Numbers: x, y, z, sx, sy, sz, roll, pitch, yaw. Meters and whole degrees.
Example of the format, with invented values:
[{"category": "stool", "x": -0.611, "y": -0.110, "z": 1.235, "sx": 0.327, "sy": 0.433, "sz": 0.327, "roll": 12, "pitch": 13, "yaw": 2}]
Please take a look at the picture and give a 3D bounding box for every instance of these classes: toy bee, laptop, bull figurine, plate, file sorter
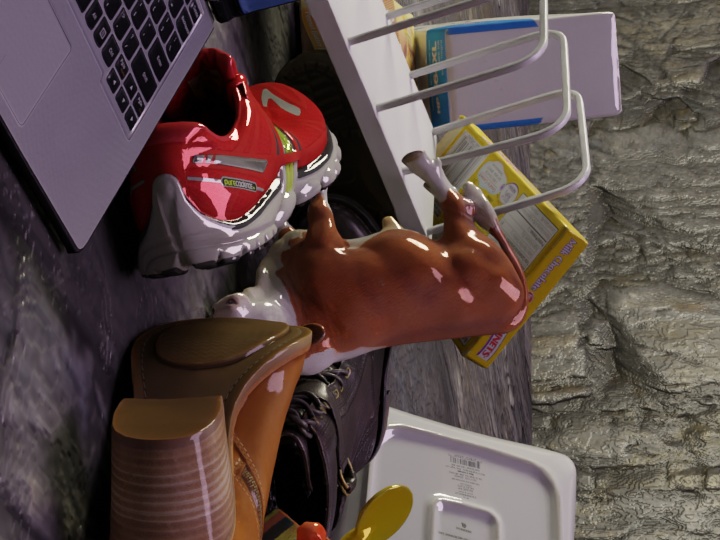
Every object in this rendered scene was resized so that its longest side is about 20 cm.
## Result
[{"category": "toy bee", "x": -0.014, "y": 0.151, "z": 0.752, "sx": 0.131, "sy": 0.199, "sz": 0.109, "roll": -50, "pitch": 123, "yaw": -33}, {"category": "laptop", "x": -0.044, "y": -0.124, "z": 0.565, "sx": 0.188, "sy": 0.115, "sz": 0.201, "roll": 71, "pitch": 39, "yaw": -55}, {"category": "bull figurine", "x": 0.000, "y": 0.000, "z": 0.877, "sx": 0.065, "sy": 0.199, "sz": 0.122, "roll": -43, "pitch": -125, "yaw": 55}, {"category": "plate", "x": 0.063, "y": 0.183, "z": 1.042, "sx": 0.032, "sy": 0.198, "sz": 0.201, "roll": 127, "pitch": -26, "yaw": -50}, {"category": "file sorter", "x": 0.057, "y": -0.143, "z": 0.970, "sx": 0.139, "sy": 0.124, "sz": 0.201, "roll": -83, "pitch": 154, "yaw": -55}]

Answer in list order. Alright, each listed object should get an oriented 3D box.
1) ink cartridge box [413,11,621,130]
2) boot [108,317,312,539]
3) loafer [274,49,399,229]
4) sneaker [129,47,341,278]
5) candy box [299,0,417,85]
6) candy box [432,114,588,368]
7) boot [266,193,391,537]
[{"category": "ink cartridge box", "x": 0.106, "y": -0.164, "z": 1.291, "sx": 0.200, "sy": 0.145, "sz": 0.085, "roll": -154, "pitch": -123, "yaw": -72}, {"category": "boot", "x": -0.067, "y": 0.110, "z": 0.687, "sx": 0.200, "sy": 0.073, "sz": 0.156, "roll": -53, "pitch": 144, "yaw": -69}, {"category": "loafer", "x": -0.005, "y": -0.055, "z": 1.026, "sx": 0.068, "sy": 0.076, "sz": 0.201, "roll": -64, "pitch": 150, "yaw": -57}, {"category": "sneaker", "x": -0.059, "y": -0.066, "z": 0.745, "sx": 0.200, "sy": 0.076, "sz": 0.085, "roll": -68, "pitch": 148, "yaw": -68}, {"category": "candy box", "x": 0.003, "y": -0.139, "z": 1.150, "sx": 0.200, "sy": 0.055, "sz": 0.116, "roll": -14, "pitch": 100, "yaw": -79}, {"category": "candy box", "x": 0.073, "y": -0.024, "z": 1.032, "sx": 0.102, "sy": 0.026, "sz": 0.200, "roll": -54, "pitch": -152, "yaw": 12}, {"category": "boot", "x": -0.021, "y": 0.066, "z": 0.929, "sx": 0.174, "sy": 0.069, "sz": 0.201, "roll": -53, "pitch": 139, "yaw": -72}]
